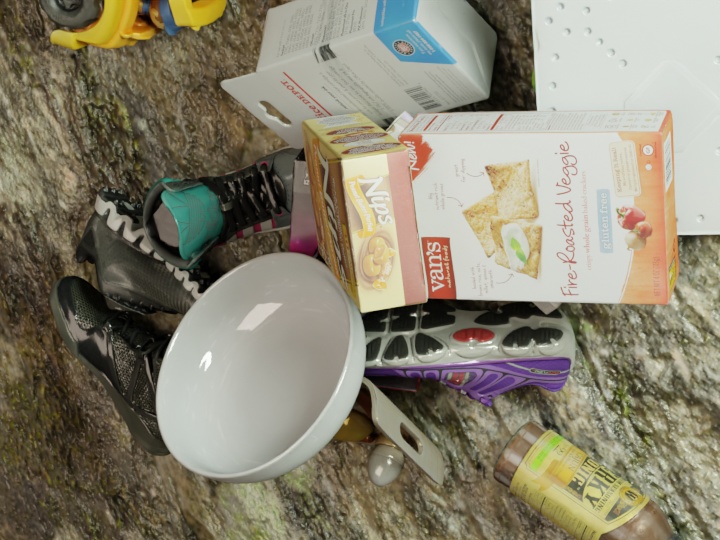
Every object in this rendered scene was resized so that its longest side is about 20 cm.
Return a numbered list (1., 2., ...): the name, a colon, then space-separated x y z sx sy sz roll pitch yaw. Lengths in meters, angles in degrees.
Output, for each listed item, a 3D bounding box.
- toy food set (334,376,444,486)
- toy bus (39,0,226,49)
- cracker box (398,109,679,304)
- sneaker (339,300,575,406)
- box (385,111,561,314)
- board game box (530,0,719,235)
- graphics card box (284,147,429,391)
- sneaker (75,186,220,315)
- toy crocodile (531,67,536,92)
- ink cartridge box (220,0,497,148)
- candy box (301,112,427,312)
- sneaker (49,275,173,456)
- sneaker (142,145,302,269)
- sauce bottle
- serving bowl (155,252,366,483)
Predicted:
1. toy food set: -0.038 0.142 1.451 0.199 0.144 0.061 4 64 31
2. toy bus: -0.164 -0.274 1.435 0.191 0.136 0.201 21 118 9
3. cracker box: 0.134 -0.048 1.232 0.198 0.058 0.135 1 113 20
4. sneaker: 0.079 0.079 1.374 0.198 0.081 0.084 1 125 10
5. box: 0.094 -0.047 1.339 0.200 0.041 0.039 42 79 3
6. board game box: 0.231 -0.124 1.224 0.198 0.026 0.201 -1 112 13
7. graphics card box: 0.000 0.000 1.420 0.124 0.051 0.202 8 108 7
8. sneaker: -0.195 0.013 1.554 0.200 0.066 0.091 41 103 21
9. toy crocodile: 0.165 -0.120 1.293 0.061 0.067 0.201 21 117 20
10. ink cartridge box: -0.003 -0.173 1.348 0.199 0.116 0.068 -12 55 34
11. candy box: 0.000 -0.050 1.271 0.055 0.200 0.116 -10 105 -7
12. sneaker: -0.212 0.072 1.589 0.114 0.076 0.200 -39 85 33
13. sneaker: -0.118 -0.058 1.459 0.199 0.121 0.084 -19 94 34
14. sauce bottle: 0.206 0.202 1.364 0.199 0.065 0.065 33 119 19
15. serving bowl: -0.072 0.088 1.361 0.199 0.066 0.201 -19 54 28
